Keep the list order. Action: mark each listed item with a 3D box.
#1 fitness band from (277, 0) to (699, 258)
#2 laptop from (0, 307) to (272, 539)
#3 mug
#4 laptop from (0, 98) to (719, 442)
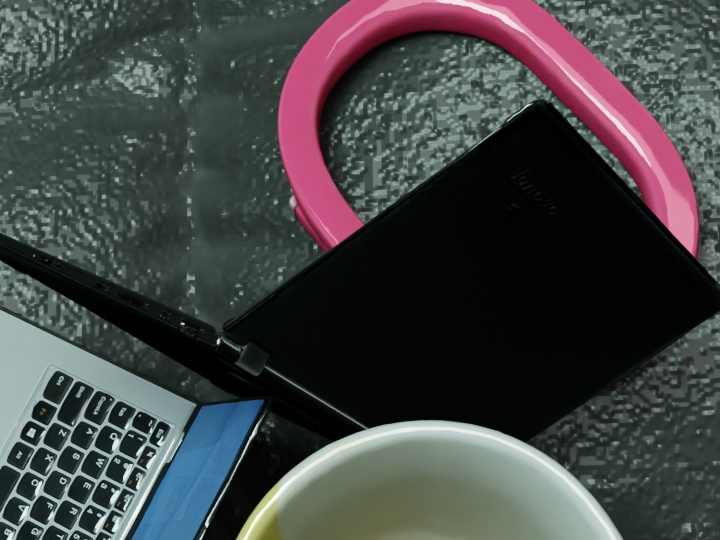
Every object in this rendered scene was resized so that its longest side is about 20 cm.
[{"bbox_3d":[0.054,-0.038,0.878,0.143,0.037,0.200,-40,75,-9],"label":"fitness band"},{"bbox_3d":[-0.142,0.110,0.786,0.199,0.116,0.188,23,77,23],"label":"laptop"},{"bbox_3d":[0.004,0.140,0.761,0.185,0.153,0.151,5,77,0],"label":"mug"},{"bbox_3d":[0.000,0.000,0.755,0.199,0.187,0.117,22,81,35],"label":"laptop"}]
